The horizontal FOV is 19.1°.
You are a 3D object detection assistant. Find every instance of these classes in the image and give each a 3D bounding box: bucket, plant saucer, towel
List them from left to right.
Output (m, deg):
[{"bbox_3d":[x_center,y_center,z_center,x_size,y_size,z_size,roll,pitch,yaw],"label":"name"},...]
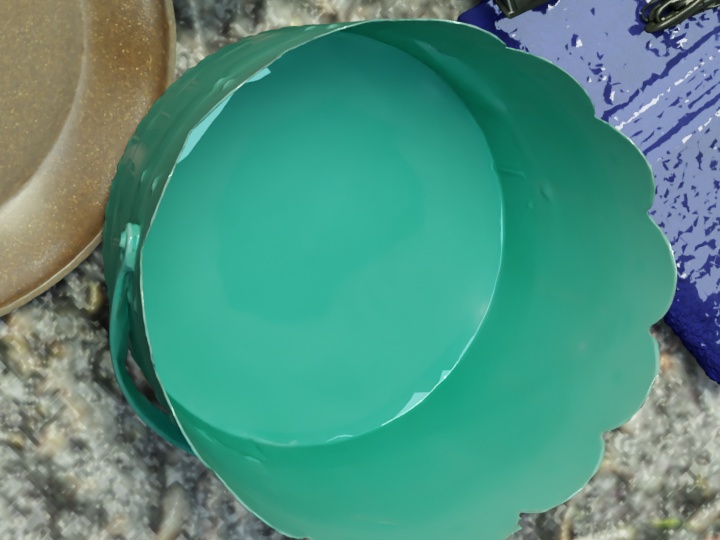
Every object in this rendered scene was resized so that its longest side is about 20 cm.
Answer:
[{"bbox_3d":[-0.163,-0.073,0.798,0.199,0.037,0.202,-18,122,-31],"label":"plant saucer"},{"bbox_3d":[0.000,0.000,0.809,0.206,0.135,0.209,-3,100,-17],"label":"bucket"},{"bbox_3d":[0.149,-0.071,0.895,0.147,0.050,0.200,-37,98,-4],"label":"towel"}]

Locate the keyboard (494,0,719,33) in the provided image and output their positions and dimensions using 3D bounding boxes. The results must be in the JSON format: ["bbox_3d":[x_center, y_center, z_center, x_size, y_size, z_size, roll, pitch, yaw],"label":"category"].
[{"bbox_3d":[0.138,-0.154,0.830,0.199,0.021,0.128,-26,127,-6],"label":"keyboard"}]
